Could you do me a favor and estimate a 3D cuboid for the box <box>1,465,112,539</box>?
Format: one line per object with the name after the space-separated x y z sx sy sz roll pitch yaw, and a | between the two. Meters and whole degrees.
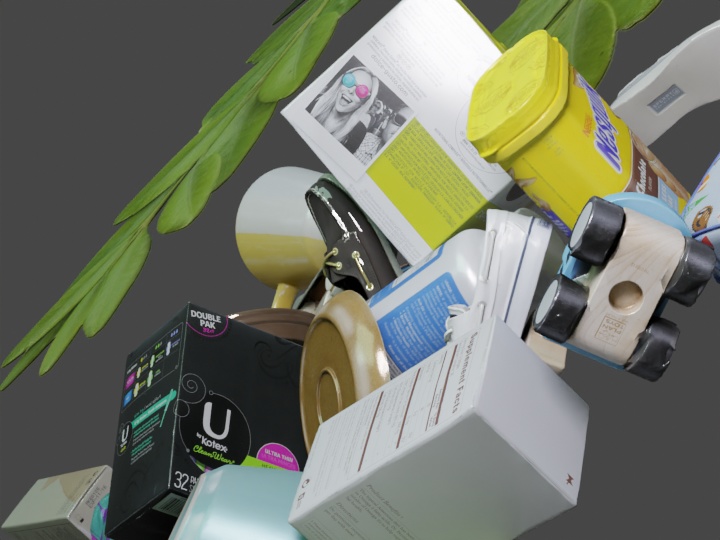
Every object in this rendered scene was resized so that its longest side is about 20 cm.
-0.319 0.286 1.870 0.200 0.095 0.078 -17 33 55 | box

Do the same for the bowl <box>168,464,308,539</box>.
-0.109 0.242 1.362 0.201 0.105 0.201 -155 90 -86 | bowl

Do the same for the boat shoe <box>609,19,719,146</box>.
0.311 -0.184 1.536 0.200 0.072 0.069 -43 15 40 | boat shoe

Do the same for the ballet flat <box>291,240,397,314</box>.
-0.019 0.020 1.688 0.200 0.067 0.064 -55 8 47 | ballet flat

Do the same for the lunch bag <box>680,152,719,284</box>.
0.335 -0.068 1.204 0.160 0.076 0.200 -51 17 -24 | lunch bag

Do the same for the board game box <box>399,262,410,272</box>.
0.005 0.045 1.748 0.103 0.019 0.200 -55 12 -24 | board game box

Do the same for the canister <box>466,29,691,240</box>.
0.187 -0.086 1.365 0.087 0.200 0.149 -37 20 25 | canister

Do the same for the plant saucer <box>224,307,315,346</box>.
-0.120 0.103 1.690 0.200 0.200 0.029 -36 55 29 | plant saucer

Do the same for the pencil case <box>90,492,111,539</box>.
-0.223 0.288 1.659 0.092 0.085 0.200 -31 16 -5 | pencil case

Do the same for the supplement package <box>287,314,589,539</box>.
0.061 0.149 1.269 0.200 0.117 0.117 -34 21 31 | supplement package

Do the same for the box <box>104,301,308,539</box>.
-0.138 0.159 1.539 0.124 0.149 0.200 -39 38 42 | box

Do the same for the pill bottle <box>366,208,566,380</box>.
0.090 0.033 1.468 0.200 0.112 0.112 -36 20 27 | pill bottle

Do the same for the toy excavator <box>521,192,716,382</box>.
0.183 0.020 1.274 0.200 0.100 0.195 -77 10 -71 | toy excavator

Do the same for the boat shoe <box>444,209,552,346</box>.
0.102 0.047 1.374 0.074 0.065 0.200 -1 -71 -85 | boat shoe

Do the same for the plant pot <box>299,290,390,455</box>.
-0.018 0.118 1.451 0.200 0.027 0.200 178 90 -71 | plant pot

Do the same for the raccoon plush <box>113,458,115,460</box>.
-0.176 0.191 1.681 0.097 0.134 0.200 -41 18 14 | raccoon plush

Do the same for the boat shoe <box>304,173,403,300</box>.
0.000 0.000 1.590 0.061 0.201 0.072 -31 -7 -22 | boat shoe

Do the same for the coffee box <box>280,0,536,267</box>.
0.082 -0.132 1.592 0.198 0.200 0.200 -42 -12 9 | coffee box

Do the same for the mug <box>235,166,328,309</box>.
-0.040 -0.029 1.920 0.149 0.187 0.153 -18 12 -31 | mug
